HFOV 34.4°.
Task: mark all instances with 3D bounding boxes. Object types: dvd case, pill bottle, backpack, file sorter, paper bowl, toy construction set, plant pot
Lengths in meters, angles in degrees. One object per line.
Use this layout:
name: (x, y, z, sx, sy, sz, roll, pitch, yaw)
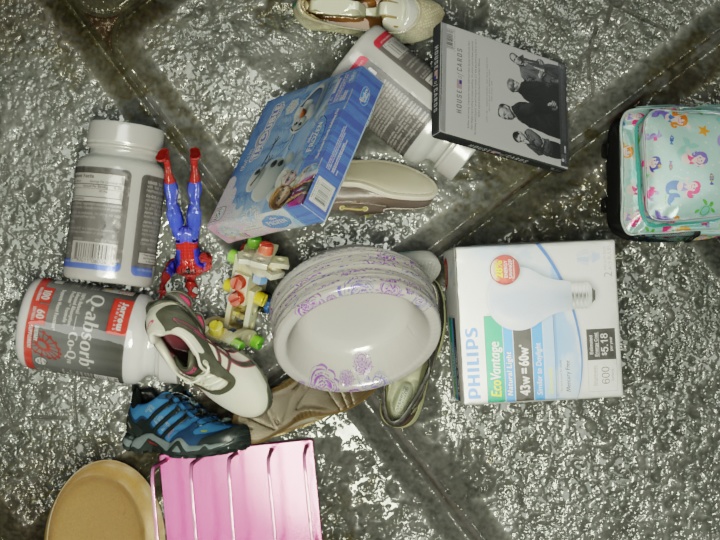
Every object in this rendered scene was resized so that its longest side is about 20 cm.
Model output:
dvd case: (0.177, -0.215, 1.457, 0.200, 0.025, 0.151, 12, 70, -28)
pill bottle: (-0.320, 0.079, 1.460, 0.199, 0.116, 0.116, 9, 88, 0)
pill bottle: (-0.307, -0.084, 1.466, 0.113, 0.114, 0.201, 7, 88, 0)
backpack: (0.420, -0.124, 1.465, 0.199, 0.151, 0.178, 1, 87, -5)
file sorter: (-0.154, 0.296, 1.450, 0.199, 0.125, 0.139, -6, 88, -1)
pill bottle: (0.063, -0.208, 1.476, 0.200, 0.111, 0.111, 39, 88, 1)
paper bowl: (-0.009, 0.048, 1.392, 0.200, 0.201, 0.105, -11, 47, -1)
toy construction set: (-0.149, 0.033, 1.445, 0.092, 0.131, 0.200, 35, 120, 12)
plant pot: (-0.317, 0.335, 1.430, 0.027, 0.200, 0.201, -12, 88, 32)

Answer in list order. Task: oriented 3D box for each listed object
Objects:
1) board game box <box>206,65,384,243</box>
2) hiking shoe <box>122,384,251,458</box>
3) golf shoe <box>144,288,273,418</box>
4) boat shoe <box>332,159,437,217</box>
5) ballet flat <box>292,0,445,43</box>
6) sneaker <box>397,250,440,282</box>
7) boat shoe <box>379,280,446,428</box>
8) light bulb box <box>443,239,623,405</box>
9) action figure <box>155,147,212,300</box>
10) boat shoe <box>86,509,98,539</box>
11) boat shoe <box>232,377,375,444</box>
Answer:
board game box: (-0.081, -0.137, 1.404, 0.043, 0.199, 0.200, 37, 62, -29)
hiking shoe: (-0.221, 0.186, 1.440, 0.200, 0.074, 0.087, -2, 87, 33)
golf shoe: (-0.185, 0.117, 1.376, 0.077, 0.088, 0.200, -36, 111, 19)
boat shoe: (-0.002, -0.103, 1.497, 0.199, 0.072, 0.060, 6, 129, -12)
ballet flat: (0.012, -0.331, 1.503, 0.199, 0.062, 0.068, 1, 89, -1)
sneaker: (0.000, 0.000, 1.482, 0.199, 0.074, 0.082, -16, 52, 3)
boat shoe: (0.068, 0.105, 1.488, 0.072, 0.066, 0.201, 13, 87, 3)
light bulb box: (0.213, 0.063, 1.462, 0.199, 0.125, 0.199, -4, 88, -2)
action figure: (-0.221, -0.041, 1.447, 0.065, 0.099, 0.200, -2, 120, -1)
boat shoe: (-0.358, 0.379, 1.479, 0.086, 0.075, 0.203, -8, 95, 9)
boat shoe: (-0.073, 0.161, 1.485, 0.200, 0.066, 0.074, -19, 87, -13)
